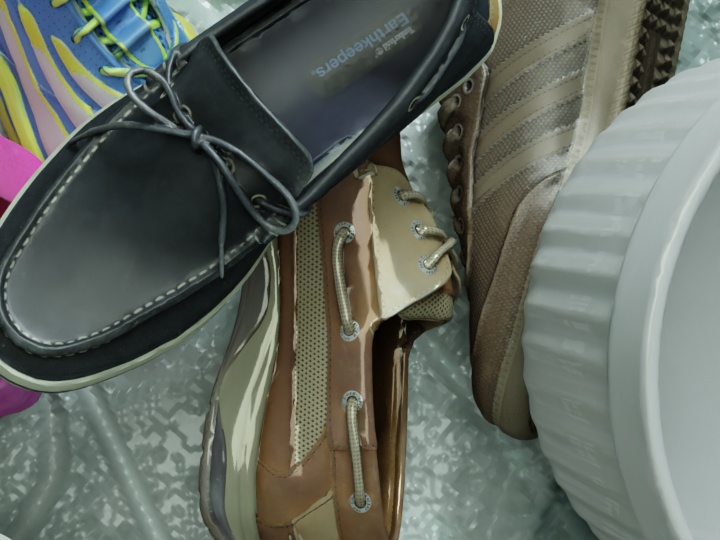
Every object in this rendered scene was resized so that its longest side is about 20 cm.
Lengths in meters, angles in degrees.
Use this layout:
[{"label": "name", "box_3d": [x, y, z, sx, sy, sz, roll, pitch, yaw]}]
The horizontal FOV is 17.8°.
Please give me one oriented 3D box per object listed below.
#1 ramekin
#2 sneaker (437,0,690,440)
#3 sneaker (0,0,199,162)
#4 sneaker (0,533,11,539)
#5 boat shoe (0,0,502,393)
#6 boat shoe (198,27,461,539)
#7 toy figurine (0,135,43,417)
[{"label": "ramekin", "box_3d": [0.144, 0.021, 0.719, 0.199, 0.105, 0.201, -3, 97, -26]}, {"label": "sneaker", "box_3d": [0.060, -0.043, 0.789, 0.075, 0.070, 0.201, 12, 81, 26]}, {"label": "sneaker", "box_3d": [-0.104, -0.098, 0.763, 0.076, 0.105, 0.201, -29, 82, -6]}, {"label": "sneaker", "box_3d": [-0.102, 0.141, 0.723, 0.199, 0.082, 0.077, 21, 52, -12]}, {"label": "boat shoe", "box_3d": [-0.040, -0.040, 0.701, 0.200, 0.062, 0.075, -38, 82, -6]}, {"label": "boat shoe", "box_3d": [0.000, 0.000, 0.761, 0.071, 0.076, 0.201, 8, 90, 17]}, {"label": "toy figurine", "box_3d": [-0.175, 0.025, 0.742, 0.184, 0.150, 0.201, -27, 104, -15]}]
